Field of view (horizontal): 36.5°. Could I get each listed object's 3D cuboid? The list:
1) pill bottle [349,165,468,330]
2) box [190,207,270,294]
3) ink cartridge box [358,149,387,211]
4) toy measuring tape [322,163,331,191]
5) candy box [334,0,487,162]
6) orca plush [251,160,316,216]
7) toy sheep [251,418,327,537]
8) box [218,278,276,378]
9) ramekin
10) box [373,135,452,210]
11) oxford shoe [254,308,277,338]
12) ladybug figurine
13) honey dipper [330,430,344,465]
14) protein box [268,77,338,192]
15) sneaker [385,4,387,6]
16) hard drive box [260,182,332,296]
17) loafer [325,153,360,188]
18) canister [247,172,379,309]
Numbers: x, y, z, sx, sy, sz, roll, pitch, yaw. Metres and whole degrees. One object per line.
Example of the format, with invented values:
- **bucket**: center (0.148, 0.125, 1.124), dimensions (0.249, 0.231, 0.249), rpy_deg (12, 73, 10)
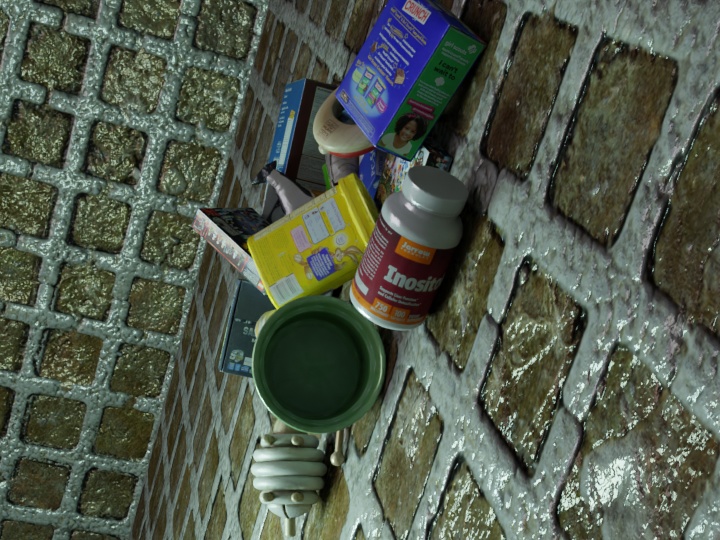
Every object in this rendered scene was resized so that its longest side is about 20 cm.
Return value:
- **pill bottle**: center (0.067, -0.031, 1.436), dimensions (0.113, 0.112, 0.201), rpy_deg (-102, 29, -56)
- **box**: center (-0.174, -0.036, 1.841), dimensions (0.200, 0.136, 0.040), rpy_deg (41, 116, 27)
- **ink cartridge box**: center (0.031, -0.205, 1.817), dimensions (0.094, 0.044, 0.201), rpy_deg (120, 156, -51)
- **toy measuring tape**: center (-0.018, -0.114, 1.925), dimensions (0.074, 0.073, 0.202), rpy_deg (157, 102, -71)
- **candy box**: center (0.066, -0.287, 1.561), dimensions (0.201, 0.077, 0.169), rpy_deg (-58, 38, 22)
- **orca plush**: center (-0.113, -0.093, 1.907), dimensions (0.105, 0.199, 0.071), rpy_deg (-48, -11, -26)
- **toy sheep**: center (-0.117, 0.329, 1.770), dimensions (0.138, 0.137, 0.202), rpy_deg (152, 124, -69)
- **box**: center (-0.127, 0.111, 1.839), dimensions (0.051, 0.198, 0.159), rpy_deg (-171, 94, -77)
- **ramekin**: center (-0.068, 0.143, 1.631), dimensions (0.098, 0.198, 0.202), rpy_deg (139, 142, -75)
- **box**: center (0.074, -0.134, 1.625), dimensions (0.200, 0.037, 0.138), rpy_deg (-118, 43, -67)
- **oxford shoe**: center (-0.093, 0.088, 1.764), dimensions (0.058, 0.199, 0.076), rpy_deg (-19, 79, 42)
- **ladybug figurine**: center (0.010, -0.247, 1.744), dimensions (0.136, 0.200, 0.072), rpy_deg (42, 165, 35)
- **honey dipper**: center (-0.029, 0.207, 1.727), dimensions (0.038, 0.038, 0.202), rpy_deg (152, 126, -70)
- **protein box**: center (-0.084, -0.248, 2.083), dimensions (0.198, 0.134, 0.202), rpy_deg (-159, 82, -74)
- **sneaker**: center (0.067, -0.357, 1.700), dimensions (0.087, 0.074, 0.200), rpy_deg (62, -175, -31)
- **hard drive box**: center (-0.113, -0.045, 1.976), dimensions (0.077, 0.154, 0.202), rpy_deg (132, 148, -79)
- **loafer**: center (-0.019, -0.158, 1.857), dimensions (0.070, 0.069, 0.202), rpy_deg (150, 111, -79)
- **canister**: center (-0.061, -0.038, 1.682), dimensions (0.149, 0.199, 0.087), rpy_deg (65, -169, 26)
